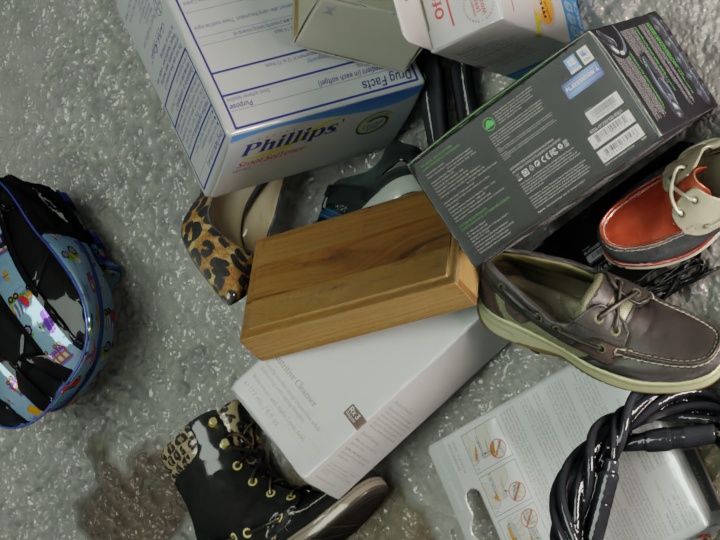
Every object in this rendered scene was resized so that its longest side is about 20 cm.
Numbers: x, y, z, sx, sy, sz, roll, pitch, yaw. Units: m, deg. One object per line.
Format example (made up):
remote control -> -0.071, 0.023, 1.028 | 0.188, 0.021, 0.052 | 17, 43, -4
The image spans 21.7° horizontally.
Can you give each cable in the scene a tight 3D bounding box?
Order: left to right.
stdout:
cable -> 0.217, 0.176, 1.351 | 0.200, 0.051, 0.163 | -40, 78, -12

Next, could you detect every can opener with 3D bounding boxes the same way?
can opener -> 0.070, -0.155, 1.528 | 0.063, 0.078, 0.202 | -1, 95, 24

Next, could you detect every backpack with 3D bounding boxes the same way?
backpack -> -0.298, 0.038, 1.701 | 0.200, 0.134, 0.183 | 47, 110, 26

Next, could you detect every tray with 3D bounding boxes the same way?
tray -> 0.000, 0.000, 1.464 | 0.198, 0.037, 0.099 | -15, 50, 29

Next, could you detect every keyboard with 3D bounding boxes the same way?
keyboard -> 0.202, -0.003, 1.453 | 0.199, 0.040, 0.105 | -37, 62, 16

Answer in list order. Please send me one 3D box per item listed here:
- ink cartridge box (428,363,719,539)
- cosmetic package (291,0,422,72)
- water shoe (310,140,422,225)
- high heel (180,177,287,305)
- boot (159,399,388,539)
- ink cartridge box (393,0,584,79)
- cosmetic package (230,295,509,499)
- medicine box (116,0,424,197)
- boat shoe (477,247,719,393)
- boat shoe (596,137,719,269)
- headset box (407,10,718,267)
ink cartridge box -> 0.167, 0.166, 1.459 | 0.199, 0.050, 0.163 | -34, 71, 31
cosmetic package -> 0.004, -0.268, 1.503 | 0.071, 0.104, 0.202 | 129, 149, -54
water shoe -> -0.012, -0.030, 1.579 | 0.199, 0.071, 0.079 | -35, 42, 27
high heel -> -0.085, -0.069, 1.568 | 0.143, 0.071, 0.201 | -48, 27, 25
boot -> -0.081, 0.180, 1.597 | 0.200, 0.073, 0.152 | -39, 68, 30
ink cartridge box -> 0.094, -0.222, 1.433 | 0.067, 0.199, 0.116 | -21, 77, 29
cosmetic package -> 0.010, 0.073, 1.506 | 0.200, 0.081, 0.113 | -45, 62, 4
medicine box -> -0.077, -0.187, 1.537 | 0.201, 0.181, 0.103 | 64, 154, 18
boat shoe -> 0.174, 0.034, 1.385 | 0.198, 0.065, 0.074 | 14, 54, 23
boat shoe -> 0.261, -0.063, 1.381 | 0.198, 0.062, 0.072 | -24, 67, 19
headset box -> 0.156, -0.102, 1.395 | 0.174, 0.200, 0.093 | -35, 86, 26
